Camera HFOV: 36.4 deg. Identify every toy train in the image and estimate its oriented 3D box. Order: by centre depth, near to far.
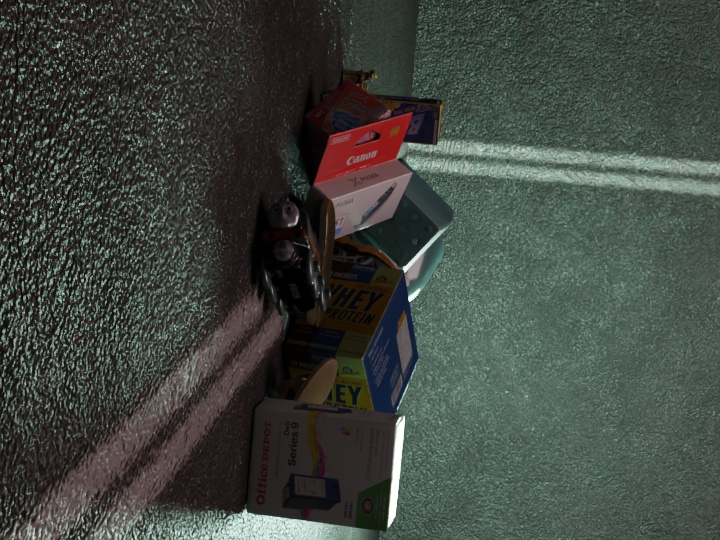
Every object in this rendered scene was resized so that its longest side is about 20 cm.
[{"bbox_3d":[-0.089,-0.015,1.441,0.200,0.084,0.116,74,10,-68],"label":"toy train"}]

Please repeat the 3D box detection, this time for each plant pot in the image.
[{"bbox_3d":[0.070,-0.086,1.866,0.141,0.141,0.200,-46,-174,8],"label":"plant pot"},{"bbox_3d":[0.058,-0.016,2.291,0.203,0.197,0.162,89,22,-47],"label":"plant pot"}]

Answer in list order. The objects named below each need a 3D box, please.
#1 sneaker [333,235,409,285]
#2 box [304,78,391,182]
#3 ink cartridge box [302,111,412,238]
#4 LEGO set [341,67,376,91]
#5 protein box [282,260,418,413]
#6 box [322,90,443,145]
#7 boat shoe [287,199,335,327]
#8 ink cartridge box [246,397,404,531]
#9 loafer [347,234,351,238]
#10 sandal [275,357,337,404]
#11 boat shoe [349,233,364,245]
[{"bbox_3d":[0.000,0.000,1.805,0.078,0.198,0.078,-57,136,-12],"label":"sneaker"},{"bbox_3d":[-0.016,-0.183,1.715,0.103,0.094,0.201,-43,155,-20],"label":"box"},{"bbox_3d":[0.003,-0.137,1.644,0.199,0.045,0.178,-23,146,-45],"label":"ink cartridge box"},{"bbox_3d":[0.016,-0.270,1.977,0.201,0.114,0.156,-75,168,-60],"label":"LEGO set"},{"bbox_3d":[-0.009,0.129,1.725,0.200,0.133,0.202,-63,151,-42],"label":"protein box"},{"bbox_3d":[0.036,-0.252,1.806,0.064,0.196,0.071,-67,162,-73],"label":"box"},{"bbox_3d":[-0.076,-0.011,1.586,0.072,0.065,0.204,-66,165,-58],"label":"boat shoe"},{"bbox_3d":[-0.048,0.260,1.478,0.087,0.196,0.148,-8,104,-80],"label":"ink cartridge box"},{"bbox_3d":[-0.014,0.019,1.914,0.203,0.071,0.063,66,-12,-1],"label":"loafer"},{"bbox_3d":[-0.102,0.197,1.590,0.077,0.069,0.214,-16,135,-47],"label":"sandal"},{"bbox_3d":[0.017,-0.007,1.988,0.205,0.085,0.074,66,-17,-12],"label":"boat shoe"}]
